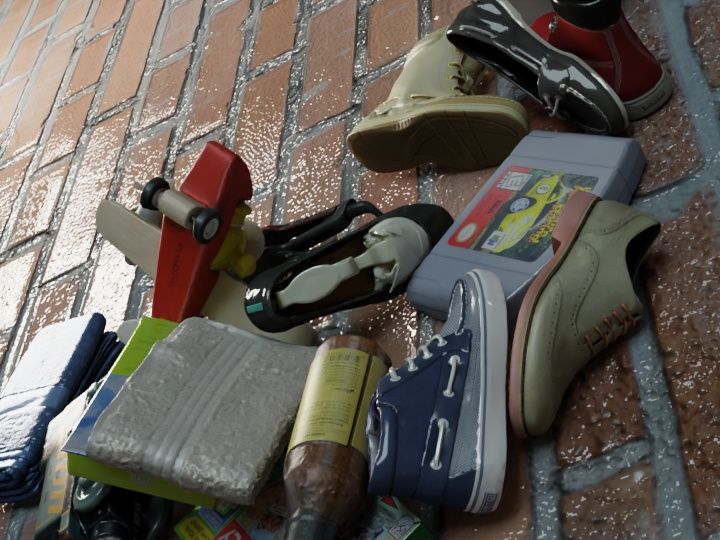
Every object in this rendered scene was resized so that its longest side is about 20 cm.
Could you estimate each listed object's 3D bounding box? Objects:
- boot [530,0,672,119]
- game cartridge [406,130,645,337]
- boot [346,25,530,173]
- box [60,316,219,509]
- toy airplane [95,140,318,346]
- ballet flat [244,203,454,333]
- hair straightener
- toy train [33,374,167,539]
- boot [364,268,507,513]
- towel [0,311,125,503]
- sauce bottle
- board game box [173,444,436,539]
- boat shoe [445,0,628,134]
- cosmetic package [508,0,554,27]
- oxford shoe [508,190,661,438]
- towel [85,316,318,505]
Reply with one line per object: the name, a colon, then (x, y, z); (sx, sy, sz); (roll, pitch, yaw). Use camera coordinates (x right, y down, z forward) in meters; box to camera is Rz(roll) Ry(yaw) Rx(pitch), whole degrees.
boot: (0.186, -0.227, 1.193); (0.072, 0.145, 0.200); (-38, 31, -1)
game cartridge: (0.139, -0.036, 1.096); (0.133, 0.041, 0.200); (15, 59, 47)
boot: (0.096, -0.167, 1.276); (0.199, 0.073, 0.156); (-5, 42, 45)
box: (-0.149, 0.114, 1.079); (0.121, 0.048, 0.200); (12, 30, 5)
toy airplane: (-0.138, 0.001, 1.215); (0.198, 0.202, 0.141); (-22, 4, 39)
ballet flat: (0.000, 0.000, 1.117); (0.199, 0.069, 0.068); (-26, 1, -14)
hair straightener: (-0.058, -0.010, 1.265); (0.198, 0.041, 0.078); (-16, 58, 20)
toy train: (-0.220, 0.174, 1.137); (0.114, 0.085, 0.201); (-38, 31, 21)
boot: (0.053, 0.073, 0.954); (0.089, 0.073, 0.201); (9, 46, -6)
towel: (-0.306, 0.134, 1.298); (0.111, 0.049, 0.201); (-12, 40, 33)
sauce bottle: (-0.023, 0.134, 0.949); (0.066, 0.066, 0.201); (-17, 35, 28)
board game box: (-0.045, 0.193, 0.985); (0.134, 0.029, 0.200); (-42, 32, -11)
boat shoe: (0.151, -0.170, 1.187); (0.057, 0.067, 0.200); (-37, 56, -8)
cosmetic package: (0.182, -0.354, 1.307); (0.198, 0.200, 0.124); (-24, 36, 19)
oxford shoe: (0.158, 0.031, 0.960); (0.073, 0.071, 0.201); (12, 64, 23)
towel: (-0.108, 0.099, 1.033); (0.131, 0.035, 0.200); (14, 29, 10)
